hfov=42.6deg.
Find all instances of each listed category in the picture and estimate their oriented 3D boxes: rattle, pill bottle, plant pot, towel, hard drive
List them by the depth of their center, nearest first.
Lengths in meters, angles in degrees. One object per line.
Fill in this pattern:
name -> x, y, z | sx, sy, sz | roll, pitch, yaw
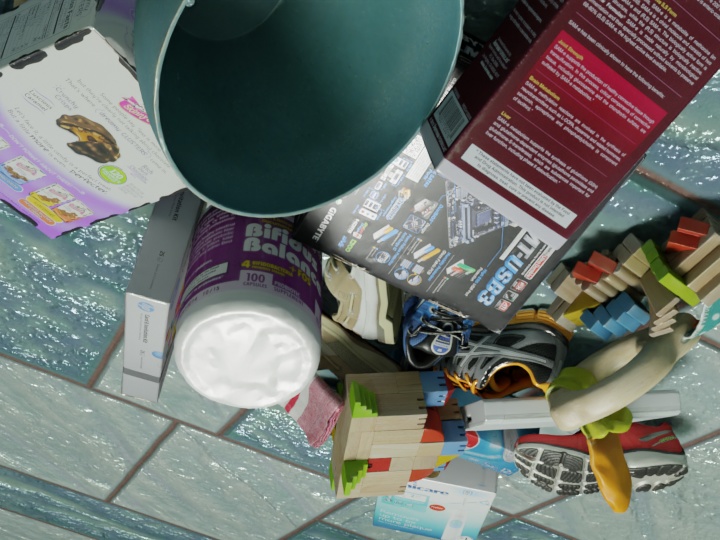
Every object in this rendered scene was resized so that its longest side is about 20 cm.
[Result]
plant pot -> -0.055, -0.154, 0.563 | 0.198, 0.135, 0.202 | -23, 141, -20
pill bottle -> -0.086, 0.004, 0.754 | 0.110, 0.201, 0.113 | -1, 129, -1
rattle -> 0.274, 0.110, 0.813 | 0.199, 0.144, 0.130 | -32, 165, 11
hard drive -> 0.206, 0.145, 0.949 | 0.197, 0.027, 0.132 | -1, 167, -8
towel -> -0.099, 0.093, 0.960 | 0.200, 0.023, 0.144 | 44, 155, 12

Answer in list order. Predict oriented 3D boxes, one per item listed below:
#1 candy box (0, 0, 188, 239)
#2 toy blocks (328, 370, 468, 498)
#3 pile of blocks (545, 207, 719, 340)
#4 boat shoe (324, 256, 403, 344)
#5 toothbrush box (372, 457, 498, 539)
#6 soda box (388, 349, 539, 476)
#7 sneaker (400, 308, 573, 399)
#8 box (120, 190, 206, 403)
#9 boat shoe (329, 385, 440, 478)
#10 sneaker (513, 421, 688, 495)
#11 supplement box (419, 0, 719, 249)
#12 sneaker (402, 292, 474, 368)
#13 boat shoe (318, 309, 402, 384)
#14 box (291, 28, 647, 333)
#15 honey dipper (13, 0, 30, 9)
candy box -> -0.219, -0.121, 0.716 | 0.198, 0.072, 0.168 | -15, 142, 24
toy blocks -> 0.045, 0.169, 0.947 | 0.135, 0.101, 0.201 | -1, 137, -10
pile of blocks -> 0.223, 0.010, 0.779 | 0.062, 0.083, 0.199 | 30, 143, -25
boat shoe -> 0.000, 0.000, 0.847 | 0.067, 0.075, 0.201 | 8, 142, 10
toothbrush box -> 0.097, 0.276, 1.208 | 0.144, 0.086, 0.201 | 11, 145, 3
soda box -> 0.106, 0.165, 1.057 | 0.198, 0.069, 0.064 | 23, 146, -14
sneaker -> 0.120, 0.095, 0.943 | 0.198, 0.078, 0.078 | -17, 138, 39
box -> -0.178, 0.008, 0.847 | 0.041, 0.158, 0.201 | 14, 146, -6
boat shoe -> 0.016, 0.180, 1.114 | 0.198, 0.065, 0.074 | 26, 148, 15
sneaker -> 0.263, 0.199, 1.033 | 0.197, 0.086, 0.078 | 5, 136, -7
supplement box -> 0.138, -0.123, 0.556 | 0.108, 0.061, 0.201 | 29, 114, -24
sneaker -> 0.088, 0.032, 0.850 | 0.077, 0.090, 0.201 | 15, 146, -6
boat shoe -> -0.045, 0.076, 0.955 | 0.199, 0.065, 0.072 | 36, 179, -27
box -> 0.076, -0.065, 0.700 | 0.196, 0.050, 0.201 | 22, 127, -15
honey dipper -> -0.302, -0.162, 0.750 | 0.038, 0.038, 0.199 | 30, 141, -24
